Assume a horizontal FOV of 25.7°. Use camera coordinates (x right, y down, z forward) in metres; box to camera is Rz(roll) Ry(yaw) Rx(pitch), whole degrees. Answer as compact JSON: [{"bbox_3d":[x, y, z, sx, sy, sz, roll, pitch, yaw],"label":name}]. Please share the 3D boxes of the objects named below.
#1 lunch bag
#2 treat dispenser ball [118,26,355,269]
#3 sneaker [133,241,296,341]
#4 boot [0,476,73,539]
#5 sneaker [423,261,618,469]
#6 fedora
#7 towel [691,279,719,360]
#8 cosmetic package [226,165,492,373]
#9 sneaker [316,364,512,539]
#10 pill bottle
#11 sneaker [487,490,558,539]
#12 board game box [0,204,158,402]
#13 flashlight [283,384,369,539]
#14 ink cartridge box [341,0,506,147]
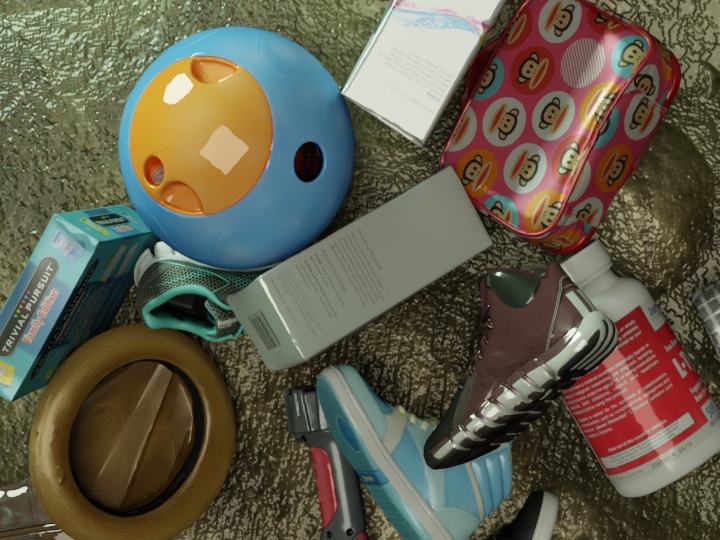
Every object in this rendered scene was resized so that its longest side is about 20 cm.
[{"bbox_3d":[0.155,-0.132,1.326,0.176,0.082,0.201,36,100,39],"label":"lunch bag"},{"bbox_3d":[-0.104,-0.102,1.323,0.198,0.201,0.204,1,94,8],"label":"treat dispenser ball"},{"bbox_3d":[-0.106,0.033,1.379,0.197,0.092,0.078,4,119,1],"label":"sneaker"},{"bbox_3d":[-0.318,0.280,1.451,0.197,0.064,0.189,-14,79,5],"label":"boot"},{"bbox_3d":[0.111,0.069,1.299,0.200,0.075,0.116,-41,66,21],"label":"sneaker"},{"bbox_3d":[-0.208,0.146,1.401,0.198,0.082,0.204,-1,92,-26],"label":"fedora"},{"bbox_3d":[0.394,0.074,1.327,0.164,0.086,0.202,-29,90,10],"label":"towel"},{"bbox_3d":[0.000,0.000,1.323,0.199,0.113,0.082,-32,92,-22],"label":"cosmetic package"},{"bbox_3d":[0.056,0.141,1.367,0.130,0.079,0.201,-36,102,-16],"label":"sneaker"},{"bbox_3d":[0.218,0.080,1.338,0.112,0.112,0.201,-31,90,9],"label":"pill bottle"},{"bbox_3d":[0.090,0.270,1.389,0.111,0.073,0.202,24,99,4],"label":"sneaker"},{"bbox_3d":[-0.249,0.022,1.353,0.047,0.200,0.152,31,97,5],"label":"board game box"},{"bbox_3d":[-0.030,0.203,1.409,0.067,0.068,0.203,-11,89,-35],"label":"flashlight"},{"bbox_3d":[0.067,-0.214,1.316,0.085,0.148,0.201,31,97,-3],"label":"ink cartridge box"}]
